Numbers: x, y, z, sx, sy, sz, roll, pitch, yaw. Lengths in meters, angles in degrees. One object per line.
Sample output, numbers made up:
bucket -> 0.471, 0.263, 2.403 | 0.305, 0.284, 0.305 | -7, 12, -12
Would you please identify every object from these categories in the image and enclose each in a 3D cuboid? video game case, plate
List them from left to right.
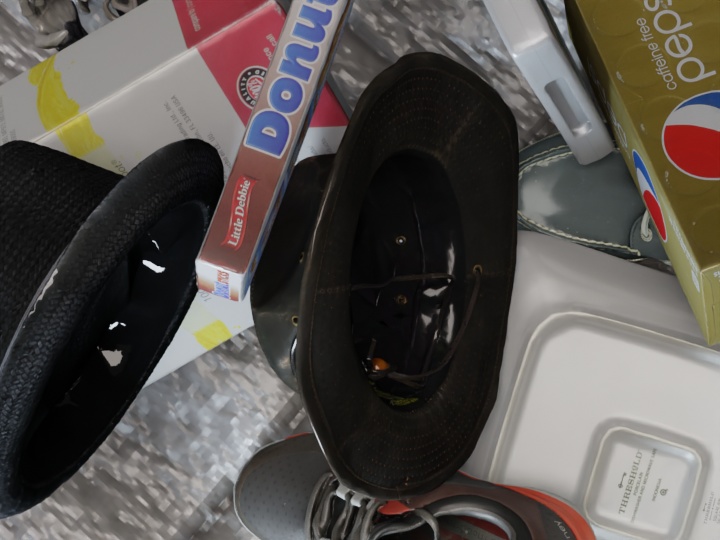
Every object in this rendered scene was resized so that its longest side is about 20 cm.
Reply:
video game case -> 0.053, -0.159, 1.080 | 0.024, 0.182, 0.201 | -27, 73, 8
plate -> 0.137, 0.102, 1.132 | 0.199, 0.032, 0.201 | 16, 96, 7

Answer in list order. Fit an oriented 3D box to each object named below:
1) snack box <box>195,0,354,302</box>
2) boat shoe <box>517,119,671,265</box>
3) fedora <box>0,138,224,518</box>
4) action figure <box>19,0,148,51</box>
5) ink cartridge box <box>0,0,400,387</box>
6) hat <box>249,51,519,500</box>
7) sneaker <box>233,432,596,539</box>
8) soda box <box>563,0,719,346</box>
snack box -> -0.026, -0.087, 1.016 | 0.024, 0.072, 0.201 | 20, 79, 0
boat shoe -> 0.161, -0.038, 1.136 | 0.198, 0.062, 0.073 | 4, 90, 8
fedora -> -0.141, 0.009, 1.026 | 0.091, 0.201, 0.201 | 33, 91, 10
action figure -> -0.136, -0.155, 1.162 | 0.199, 0.102, 0.120 | 12, 76, 9
ink cartridge box -> -0.099, -0.040, 1.125 | 0.199, 0.084, 0.146 | -29, 122, 4
hat -> 0.000, 0.000, 1.068 | 0.080, 0.200, 0.202 | 8, 87, 34
sneaker -> 0.013, 0.116, 1.109 | 0.199, 0.082, 0.078 | 7, 92, 33
soda box -> 0.155, -0.069, 1.092 | 0.067, 0.064, 0.201 | -20, 54, 0
